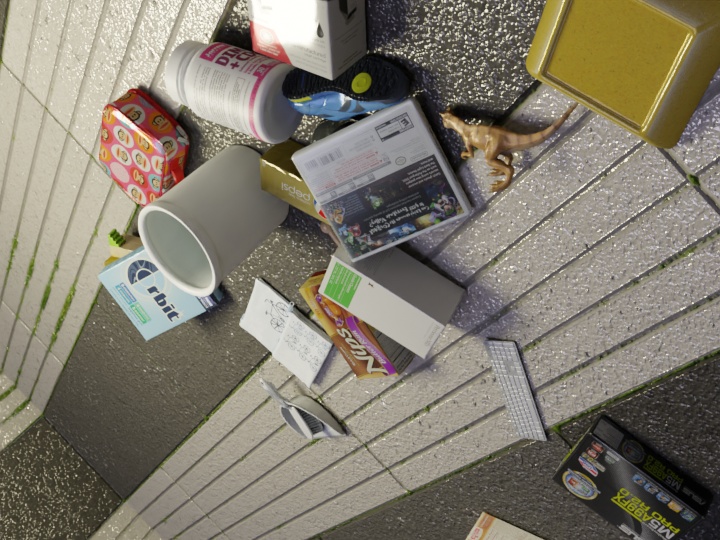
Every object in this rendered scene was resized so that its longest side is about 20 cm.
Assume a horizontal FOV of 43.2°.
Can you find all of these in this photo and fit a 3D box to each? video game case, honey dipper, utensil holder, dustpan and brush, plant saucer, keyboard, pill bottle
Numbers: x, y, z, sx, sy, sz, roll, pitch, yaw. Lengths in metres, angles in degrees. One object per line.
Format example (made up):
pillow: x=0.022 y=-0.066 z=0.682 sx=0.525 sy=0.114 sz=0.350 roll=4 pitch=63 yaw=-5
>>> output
video game case: x=0.030 y=-0.122 z=1.262 sx=0.197 sy=0.023 sz=0.184 roll=-21 pitch=113 yaw=24
honey dipper: x=0.000 y=0.000 z=1.474 sx=0.201 sy=0.038 sz=0.038 roll=52 pitch=144 yaw=-6
utensil holder: x=-0.236 y=-0.087 z=1.487 sx=0.168 sy=0.200 sz=0.172 roll=25 pitch=140 yaw=23
dustpan and brush: x=-0.134 y=0.284 z=1.864 sx=0.138 sy=0.057 sz=0.202 roll=-17 pitch=112 yaw=51
plant saucer: x=0.273 y=-0.237 z=0.958 sx=0.198 sy=0.048 sz=0.202 roll=34 pitch=143 yaw=16
keyboard: x=0.245 y=0.190 z=1.434 sx=0.056 sy=0.011 sz=0.203 roll=6 pitch=129 yaw=42
pill bottle: x=-0.185 y=-0.267 z=1.334 sx=0.197 sy=0.113 sz=0.115 roll=23 pitch=139 yaw=28

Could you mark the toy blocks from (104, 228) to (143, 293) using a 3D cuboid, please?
toy blocks: x=-0.444 y=0.014 z=1.900 sx=0.134 sy=0.100 sz=0.204 roll=13 pitch=126 yaw=18

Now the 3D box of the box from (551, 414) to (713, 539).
box: x=0.406 y=0.328 z=1.377 sx=0.199 sy=0.044 sz=0.161 roll=37 pitch=143 yaw=13

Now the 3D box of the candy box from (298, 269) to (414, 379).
candy box: x=-0.007 y=0.090 z=1.551 sx=0.116 sy=0.056 sz=0.202 roll=-13 pitch=114 yaw=50

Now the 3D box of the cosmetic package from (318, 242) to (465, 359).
cosmetic package: x=0.047 y=0.031 z=1.392 sx=0.198 sy=0.085 sz=0.108 roll=32 pitch=143 yaw=6

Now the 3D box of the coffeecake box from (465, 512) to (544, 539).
coffeecake box: x=0.302 y=0.557 z=1.680 sx=0.197 sy=0.073 sz=0.156 roll=17 pitch=137 yaw=35

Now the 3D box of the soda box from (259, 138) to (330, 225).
soda box: x=-0.059 y=-0.126 z=1.382 sx=0.197 sy=0.068 sz=0.065 roll=27 pitch=140 yaw=23

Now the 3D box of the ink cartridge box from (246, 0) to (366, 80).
ink cartridge box: x=-0.073 y=-0.366 z=1.150 sx=0.145 sy=0.083 sz=0.203 roll=25 pitch=140 yaw=27

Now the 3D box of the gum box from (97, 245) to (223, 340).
gum box: x=-0.402 y=0.030 z=1.827 sx=0.197 sy=0.045 sz=0.171 roll=-25 pitch=111 yaw=26

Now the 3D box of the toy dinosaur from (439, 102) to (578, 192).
toy dinosaur: x=0.175 y=-0.156 z=1.125 sx=0.197 sy=0.060 sz=0.108 roll=14 pitch=132 yaw=36

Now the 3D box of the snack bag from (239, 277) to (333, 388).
snack bag: x=-0.148 y=0.121 z=1.753 sx=0.199 sy=0.021 sz=0.189 roll=40 pitch=145 yaw=8

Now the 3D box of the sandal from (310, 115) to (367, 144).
sandal: x=-0.007 y=-0.181 z=1.293 sx=0.198 sy=0.048 sz=0.076 roll=0 pitch=126 yaw=44

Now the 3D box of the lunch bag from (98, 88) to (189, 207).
lunch bag: x=-0.378 y=-0.203 z=1.617 sx=0.175 sy=0.082 sz=0.201 roll=40 pitch=144 yaw=7

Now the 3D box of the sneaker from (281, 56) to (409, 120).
sneaker: x=-0.011 y=-0.241 z=1.242 sx=0.196 sy=0.067 sz=0.078 roll=4 pitch=161 yaw=32
